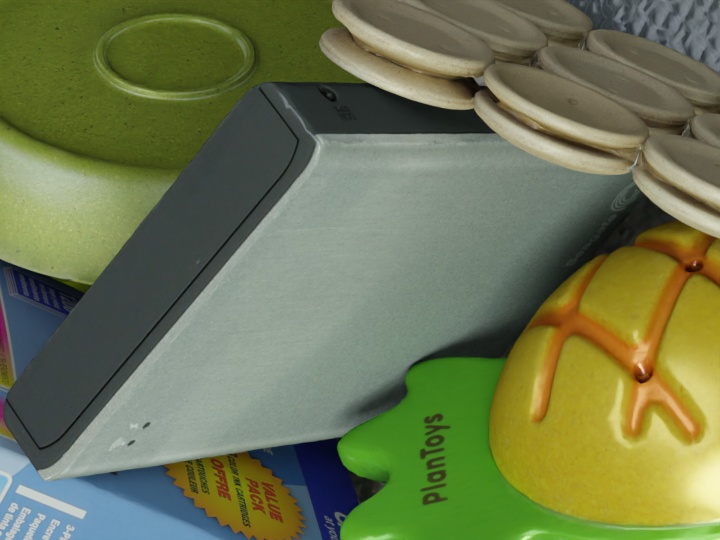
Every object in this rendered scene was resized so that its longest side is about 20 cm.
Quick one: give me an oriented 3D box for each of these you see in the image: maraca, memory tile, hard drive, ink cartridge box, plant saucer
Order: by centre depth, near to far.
[{"bbox_3d":[0.095,-0.039,0.822,0.199,0.153,0.017,26,108,14],"label":"memory tile"},{"bbox_3d":[0.089,0.045,0.839,0.199,0.107,0.137,-14,28,7],"label":"maraca"},{"bbox_3d":[0.000,0.000,0.852,0.140,0.200,0.033,-50,66,27],"label":"hard drive"},{"bbox_3d":[-0.073,0.077,0.898,0.076,0.199,0.137,-55,26,18],"label":"ink cartridge box"},{"bbox_3d":[-0.063,-0.062,0.955,0.200,0.199,0.031,35,136,37],"label":"plant saucer"}]

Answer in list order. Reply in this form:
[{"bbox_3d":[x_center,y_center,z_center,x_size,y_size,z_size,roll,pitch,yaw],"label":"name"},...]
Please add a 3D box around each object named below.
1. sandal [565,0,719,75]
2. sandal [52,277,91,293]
[{"bbox_3d":[0.146,-0.085,0.910,0.199,0.043,0.077,-12,76,25],"label":"sandal"},{"bbox_3d":[-0.119,0.002,1.038,0.087,0.079,0.201,-53,51,54],"label":"sandal"}]
